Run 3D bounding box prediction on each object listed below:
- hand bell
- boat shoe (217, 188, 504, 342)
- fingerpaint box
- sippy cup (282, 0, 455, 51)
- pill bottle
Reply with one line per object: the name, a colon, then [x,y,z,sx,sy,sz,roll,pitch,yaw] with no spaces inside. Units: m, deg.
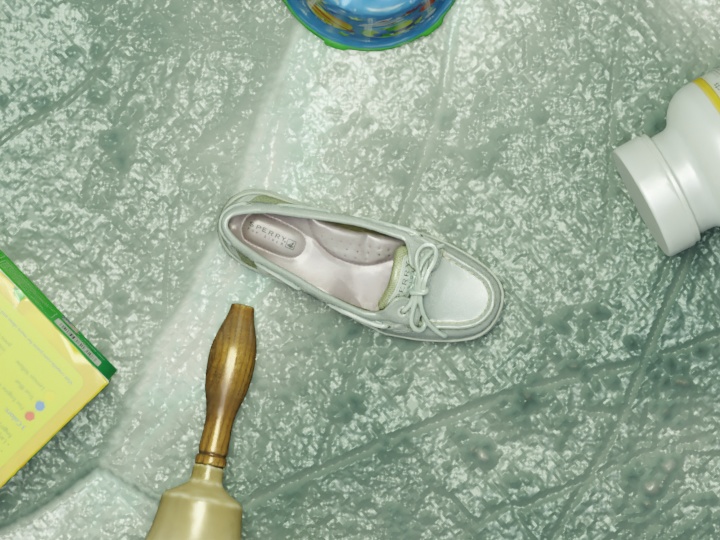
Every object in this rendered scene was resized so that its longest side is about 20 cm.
hand bell: [-0.100,0.121,1.518,0.104,0.104,0.201,10,83,-2]
boat shoe: [0.000,-0.002,1.509,0.202,0.065,0.075,22,94,-3]
fingerpaint box: [-0.292,0.057,1.505,0.167,0.073,0.200,-44,93,1]
sippy cup: [0.007,-0.211,1.462,0.140,0.130,0.178,45,93,-3]
pill bottle: [0.273,-0.090,1.484,0.200,0.112,0.112,-28,94,2]
